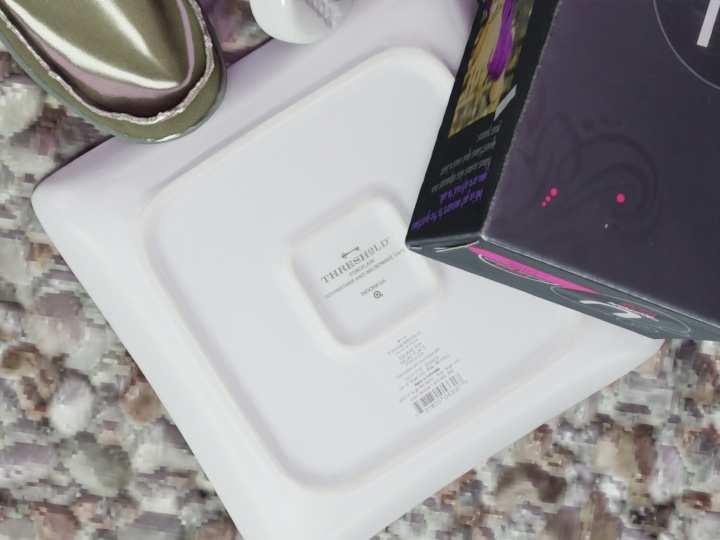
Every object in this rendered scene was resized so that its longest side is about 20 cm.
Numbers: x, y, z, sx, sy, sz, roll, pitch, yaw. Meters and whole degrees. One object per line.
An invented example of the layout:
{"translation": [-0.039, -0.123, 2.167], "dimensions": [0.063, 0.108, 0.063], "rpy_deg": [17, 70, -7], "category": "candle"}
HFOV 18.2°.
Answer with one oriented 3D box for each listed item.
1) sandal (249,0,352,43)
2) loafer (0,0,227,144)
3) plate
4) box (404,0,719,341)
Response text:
{"translation": [-0.029, -0.192, 0.877], "dimensions": [0.050, 0.082, 0.204], "rpy_deg": [7, 91, 29], "category": "sandal"}
{"translation": [-0.128, -0.130, 0.865], "dimensions": [0.075, 0.070, 0.200], "rpy_deg": [-42, 98, -1], "category": "loafer"}
{"translation": [0.000, 0.000, 0.915], "dimensions": [0.199, 0.032, 0.200], "rpy_deg": [-32, 99, -3], "category": "plate"}
{"translation": [0.112, -0.084, 0.863], "dimensions": [0.122, 0.106, 0.201], "rpy_deg": [19, 85, -14], "category": "box"}
